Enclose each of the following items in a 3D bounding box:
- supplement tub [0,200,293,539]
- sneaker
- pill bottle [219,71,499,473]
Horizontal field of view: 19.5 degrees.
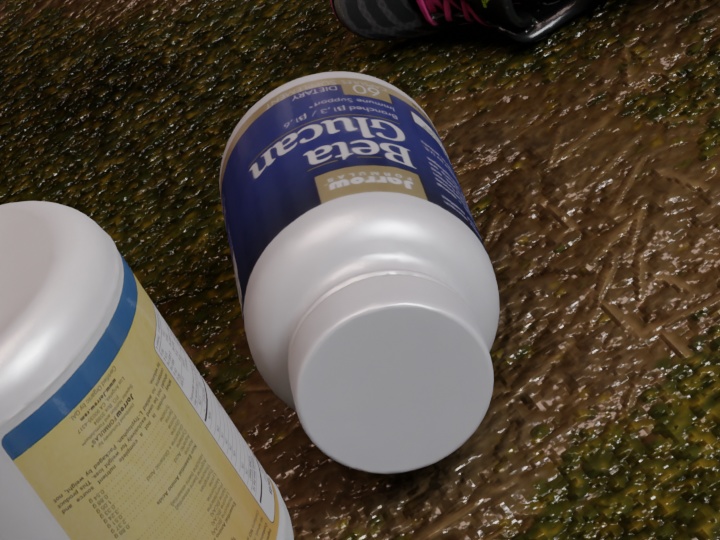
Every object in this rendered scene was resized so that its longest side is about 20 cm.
[{"bbox_3d":[-0.114,0.090,0.801,0.144,0.200,0.145,-22,31,14],"label":"supplement tub"},{"bbox_3d":[0.068,-0.163,1.142,0.199,0.074,0.088,-11,29,23],"label":"sneaker"},{"bbox_3d":[0.000,0.000,0.922,0.111,0.111,0.200,-28,30,6],"label":"pill bottle"}]
